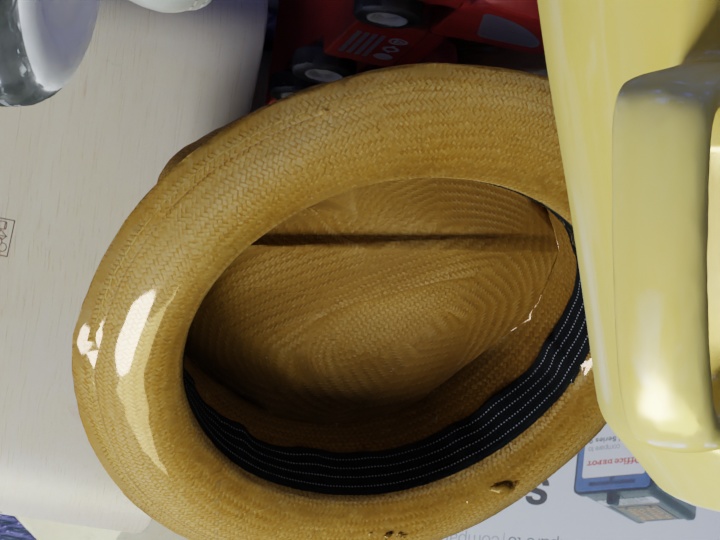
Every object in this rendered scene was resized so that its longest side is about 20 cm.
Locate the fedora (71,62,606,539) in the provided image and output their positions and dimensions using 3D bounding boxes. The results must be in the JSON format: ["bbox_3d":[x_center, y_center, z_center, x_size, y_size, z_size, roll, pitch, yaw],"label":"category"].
[{"bbox_3d":[0.000,0.000,0.857,0.200,0.201,0.082,17,-153,-35],"label":"fedora"}]

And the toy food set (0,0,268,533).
[{"bbox_3d":[-0.120,-0.018,0.901,0.142,0.201,0.060,10,-169,-14],"label":"toy food set"}]

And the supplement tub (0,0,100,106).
[{"bbox_3d":[-0.166,-0.109,0.697,0.198,0.123,0.123,6,167,6],"label":"supplement tub"}]

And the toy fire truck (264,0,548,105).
[{"bbox_3d":[0.045,-0.071,0.902,0.140,0.049,0.200,11,165,-16],"label":"toy fire truck"}]

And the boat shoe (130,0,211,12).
[{"bbox_3d":[-0.091,-0.119,0.574,0.072,0.061,0.201,-16,-140,-43],"label":"boat shoe"}]

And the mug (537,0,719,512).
[{"bbox_3d":[0.107,-0.014,0.758,0.186,0.154,0.149,-8,-167,-32],"label":"mug"}]

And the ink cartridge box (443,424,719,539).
[{"bbox_3d":[0.089,0.056,1.077,0.144,0.202,0.087,2,166,22],"label":"ink cartridge box"}]

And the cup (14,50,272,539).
[{"bbox_3d":[-0.049,0.001,1.010,0.143,0.201,0.200,-30,150,24],"label":"cup"}]
